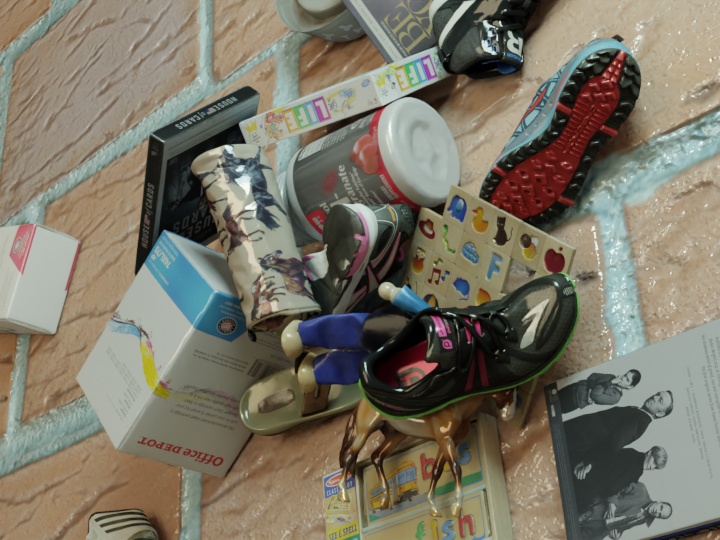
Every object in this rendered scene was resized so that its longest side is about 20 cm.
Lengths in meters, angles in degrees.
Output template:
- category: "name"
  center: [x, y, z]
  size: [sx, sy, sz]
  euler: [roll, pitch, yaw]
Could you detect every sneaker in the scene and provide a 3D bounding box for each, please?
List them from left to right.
- category: "sneaker"
  center: [-0.301, 0.355, 1.293]
  size: [0.201, 0.076, 0.115]
  euler: [-47, 35, 9]
- category: "sneaker"
  center: [0.000, 0.000, 1.116]
  size: [0.080, 0.086, 0.200]
  euler: [69, 153, 18]
- category: "sneaker"
  center: [0.088, 0.063, 0.918]
  size: [0.200, 0.084, 0.077]
  euler: [-29, 61, 10]
- category: "sneaker"
  center: [0.158, -0.257, 1.097]
  size: [0.200, 0.073, 0.112]
  euler: [-34, 56, 38]
- category: "sneaker"
  center: [0.181, -0.123, 1.015]
  size: [0.200, 0.079, 0.096]
  euler: [-51, 12, 29]

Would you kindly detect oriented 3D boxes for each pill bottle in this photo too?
- category: "pill bottle"
  center: [-0.006, -0.090, 1.151]
  size: [0.200, 0.111, 0.111]
  euler: [-21, 57, 39]

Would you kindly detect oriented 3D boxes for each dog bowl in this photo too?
- category: "dog bowl"
  center: [-0.014, -0.361, 1.328]
  size: [0.200, 0.059, 0.200]
  euler: [-22, 57, 38]

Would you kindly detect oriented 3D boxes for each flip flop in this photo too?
- category: "flip flop"
  center: [-0.047, 0.106, 1.130]
  size: [0.200, 0.058, 0.081]
  euler: [-25, 55, 23]

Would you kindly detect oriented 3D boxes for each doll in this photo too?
- category: "doll"
  center: [0.032, 0.073, 1.028]
  size: [0.200, 0.137, 0.048]
  euler: [-8, 28, 29]

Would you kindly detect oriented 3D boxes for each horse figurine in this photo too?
- category: "horse figurine"
  center: [0.045, 0.145, 0.992]
  size: [0.200, 0.050, 0.133]
  euler: [-5, 69, 45]

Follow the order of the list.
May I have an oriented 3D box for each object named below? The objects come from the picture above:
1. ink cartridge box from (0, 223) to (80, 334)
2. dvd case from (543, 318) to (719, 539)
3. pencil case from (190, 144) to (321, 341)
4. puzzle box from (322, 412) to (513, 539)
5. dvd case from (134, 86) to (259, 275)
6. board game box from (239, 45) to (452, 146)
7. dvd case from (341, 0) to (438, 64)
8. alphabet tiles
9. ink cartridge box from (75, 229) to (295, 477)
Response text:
- category: "ink cartridge box"
  center: [-0.513, 0.014, 1.658]
  size: [0.200, 0.083, 0.147]
  euler: [-2, 71, 46]
- category: "dvd case"
  center: [0.236, 0.127, 0.857]
  size: [0.200, 0.025, 0.151]
  euler: [-27, 54, 35]
- category: "pencil case"
  center: [-0.105, -0.033, 1.124]
  size: [0.089, 0.078, 0.200]
  euler: [-46, 61, 60]
- category: "puzzle box"
  center: [0.047, 0.220, 1.012]
  size: [0.200, 0.025, 0.133]
  euler: [-30, 52, 35]
- category: "dvd case"
  center: [-0.183, -0.095, 1.253]
  size: [0.025, 0.150, 0.200]
  euler: [34, 135, 20]
- category: "board game box"
  center: [-0.015, -0.182, 1.194]
  size: [0.200, 0.134, 0.034]
  euler: [-12, 103, 44]
- category: "dvd case"
  center: [0.069, -0.325, 1.194]
  size: [0.200, 0.016, 0.149]
  euler: [-38, 83, 28]
- category: "alphabet tiles"
  center: [0.103, 0.022, 1.020]
  size: [0.200, 0.008, 0.167]
  euler: [35, 118, 49]
- category: "ink cartridge box"
  center: [-0.181, 0.092, 1.221]
  size: [0.200, 0.147, 0.146]
  euler: [-57, 42, 9]
